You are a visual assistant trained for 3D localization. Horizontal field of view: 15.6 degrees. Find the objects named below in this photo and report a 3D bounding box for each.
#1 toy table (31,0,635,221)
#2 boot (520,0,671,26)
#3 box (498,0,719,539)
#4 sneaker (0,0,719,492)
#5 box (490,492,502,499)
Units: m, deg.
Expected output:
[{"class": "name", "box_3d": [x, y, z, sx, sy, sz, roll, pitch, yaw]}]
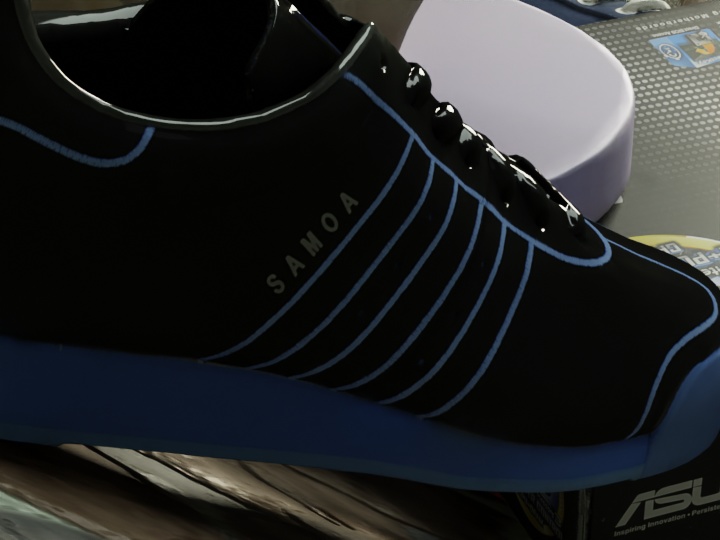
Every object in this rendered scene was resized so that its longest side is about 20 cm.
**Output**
[{"class": "toy table", "box_3d": [-0.036, -0.074, 0.584, 0.199, 0.117, 0.184, -3, 35, -7]}, {"class": "boot", "box_3d": [0.091, -0.074, 0.908, 0.200, 0.091, 0.073, -15, -32, 8]}, {"class": "box", "box_3d": [0.107, -0.009, 0.630, 0.200, 0.044, 0.160, -12, 36, -18]}, {"class": "sneaker", "box_3d": [0.000, -0.010, 0.472, 0.200, 0.078, 0.070, 5, 22, -39]}, {"class": "box", "box_3d": [0.042, 0.016, 0.678, 0.200, 0.050, 0.075, 27, 46, 31]}]
